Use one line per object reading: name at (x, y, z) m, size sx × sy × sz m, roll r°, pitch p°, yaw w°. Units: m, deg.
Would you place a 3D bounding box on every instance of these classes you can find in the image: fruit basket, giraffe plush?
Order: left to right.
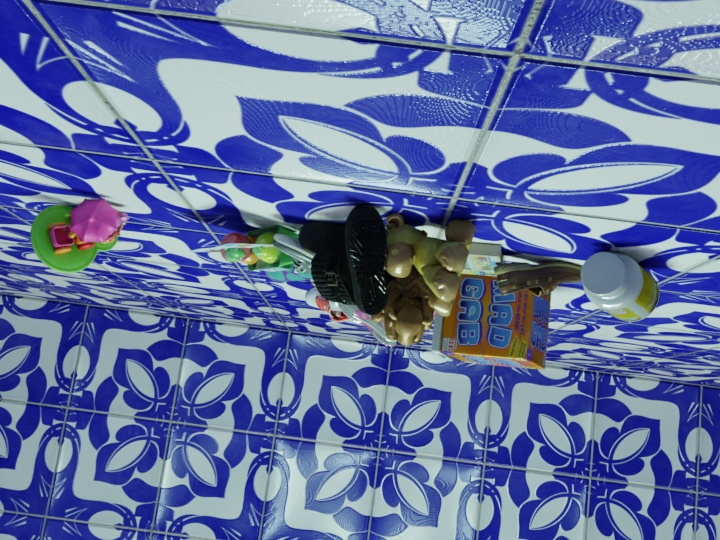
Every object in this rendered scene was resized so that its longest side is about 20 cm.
fruit basket at (-0.237, -0.039, 1.606) m, size 0.200 × 0.094 × 0.185 m, roll -7°, pitch -179°, yaw -40°
giraffe plush at (0.113, -0.032, 1.400) m, size 0.162 × 0.173 × 0.200 m, roll 16°, pitch -155°, yaw 7°

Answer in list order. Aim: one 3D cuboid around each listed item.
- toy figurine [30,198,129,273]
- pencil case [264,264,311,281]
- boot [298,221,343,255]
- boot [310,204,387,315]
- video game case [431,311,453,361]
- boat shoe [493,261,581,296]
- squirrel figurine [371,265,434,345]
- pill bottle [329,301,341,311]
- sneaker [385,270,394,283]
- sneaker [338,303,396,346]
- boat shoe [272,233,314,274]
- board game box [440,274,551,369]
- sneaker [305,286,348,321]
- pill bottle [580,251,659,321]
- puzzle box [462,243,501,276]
toy figurine at (-0.555, -0.089, 1.602) m, size 0.184 × 0.151 × 0.200 m, roll -16°, pitch 178°, yaw 42°
pencil case at (-0.131, -0.020, 1.707) m, size 0.092 × 0.085 × 0.200 m, roll 23°, pitch 161°, yaw -40°
boot at (-0.023, -0.042, 1.568) m, size 0.203 × 0.074 × 0.154 m, roll 10°, pitch 173°, yaw 1°
boot at (-0.027, -0.026, 1.412) m, size 0.079 × 0.212 × 0.158 m, roll -13°, pitch -160°, yaw -32°
video game case at (0.207, 0.107, 1.828) m, size 0.022 × 0.201 × 0.182 m, roll 3°, pitch 168°, yaw 18°
boat shoe at (0.369, 0.021, 1.581) m, size 0.200 × 0.068 × 0.072 m, roll -1°, pitch 168°, yaw -18°
squirrel figurine at (0.106, 0.066, 1.662) m, size 0.141 × 0.201 × 0.187 m, roll 16°, pitch -167°, yaw 1°
pill bottle at (0.023, 0.071, 2.007) m, size 0.199 × 0.113 × 0.112 m, roll 4°, pitch 169°, yaw 20°
sneaker at (0.000, -0.001, 1.778) m, size 0.108 × 0.067 × 0.201 m, roll 0°, pitch 164°, yaw 37°
sneaker at (0.029, 0.099, 1.913) m, size 0.200 × 0.088 × 0.081 m, roll 36°, pitch -167°, yaw 8°
boat shoe at (-0.103, -0.012, 1.560) m, size 0.200 × 0.062 × 0.073 m, roll 27°, pitch -168°, yaw -35°
board game box at (0.320, 0.113, 1.785) m, size 0.199 × 0.201 × 0.200 m, roll 3°, pitch 168°, yaw 26°
sneaker at (-0.084, 0.093, 2.153) m, size 0.201 × 0.067 × 0.108 m, roll -1°, pitch -152°, yaw 25°
pill bottle at (0.493, 0.028, 1.463) m, size 0.111 × 0.112 × 0.200 m, roll 0°, pitch 167°, yaw 34°
puzzle box at (0.232, -0.023, 1.607) m, size 0.133 × 0.025 × 0.200 m, roll 5°, pitch 169°, yaw 14°
